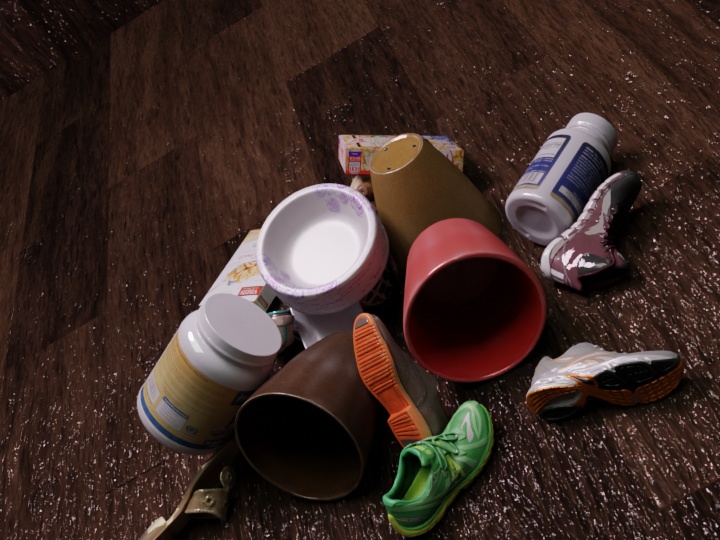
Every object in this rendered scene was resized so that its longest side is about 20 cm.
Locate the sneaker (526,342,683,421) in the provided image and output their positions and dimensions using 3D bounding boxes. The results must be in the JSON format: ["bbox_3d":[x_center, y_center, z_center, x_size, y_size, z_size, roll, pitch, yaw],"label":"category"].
[{"bbox_3d":[0.304,0.120,1.300,0.199,0.076,0.092,-14,35,25],"label":"sneaker"}]

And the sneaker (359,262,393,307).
[{"bbox_3d":[0.000,0.000,1.705,0.085,0.077,0.201,-41,29,27],"label":"sneaker"}]

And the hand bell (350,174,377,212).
[{"bbox_3d":[0.018,-0.125,1.705,0.104,0.105,0.200,-28,-1,8],"label":"hand bell"}]

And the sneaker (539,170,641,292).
[{"bbox_3d":[0.356,-0.044,1.460,0.200,0.076,0.115,-49,41,-3],"label":"sneaker"}]

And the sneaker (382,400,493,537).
[{"bbox_3d":[0.101,0.242,1.307,0.074,0.084,0.200,11,54,46],"label":"sneaker"}]

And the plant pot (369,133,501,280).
[{"bbox_3d":[0.097,-0.109,1.625,0.185,0.200,0.187,-22,37,18],"label":"plant pot"}]

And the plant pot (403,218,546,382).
[{"bbox_3d":[0.144,0.027,1.450,0.199,0.201,0.178,-28,27,8],"label":"plant pot"}]

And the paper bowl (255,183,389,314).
[{"bbox_3d":[-0.053,-0.026,1.597,0.199,0.104,0.202,-10,59,17],"label":"paper bowl"}]

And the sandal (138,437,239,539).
[{"bbox_3d":[-0.224,0.344,1.484,0.070,0.078,0.212,40,82,22],"label":"sandal"}]

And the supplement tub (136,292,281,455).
[{"bbox_3d":[-0.211,0.146,1.453,0.200,0.144,0.145,-54,26,26],"label":"supplement tub"}]

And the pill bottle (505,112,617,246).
[{"bbox_3d":[0.312,-0.143,1.567,0.111,0.111,0.200,8,52,44],"label":"pill bottle"}]

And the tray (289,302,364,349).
[{"bbox_3d":[-0.041,0.088,1.606,0.107,0.022,0.201,-28,56,6],"label":"tray"}]

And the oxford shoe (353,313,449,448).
[{"bbox_3d":[0.054,0.144,1.384,0.073,0.201,0.071,-25,0,-37],"label":"oxford shoe"}]

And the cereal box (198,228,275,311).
[{"bbox_3d":[-0.186,0.000,1.851,0.143,0.040,0.201,-7,40,38],"label":"cereal box"}]

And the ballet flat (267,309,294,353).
[{"bbox_3d":[-0.149,0.103,1.672,0.067,0.068,0.200,-9,-2,-14],"label":"ballet flat"}]

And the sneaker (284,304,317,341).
[{"bbox_3d":[-0.105,0.038,1.711,0.073,0.088,0.200,-29,36,7],"label":"sneaker"}]

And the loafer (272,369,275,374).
[{"bbox_3d":[-0.140,0.212,1.563,0.200,0.062,0.072,-92,23,-61],"label":"loafer"}]

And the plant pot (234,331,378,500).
[{"bbox_3d":[-0.049,0.180,1.440,0.186,0.188,0.200,-10,29,30],"label":"plant pot"}]

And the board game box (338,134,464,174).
[{"bbox_3d":[0.066,-0.199,1.770,0.198,0.047,0.152,0,16,-5],"label":"board game box"}]
